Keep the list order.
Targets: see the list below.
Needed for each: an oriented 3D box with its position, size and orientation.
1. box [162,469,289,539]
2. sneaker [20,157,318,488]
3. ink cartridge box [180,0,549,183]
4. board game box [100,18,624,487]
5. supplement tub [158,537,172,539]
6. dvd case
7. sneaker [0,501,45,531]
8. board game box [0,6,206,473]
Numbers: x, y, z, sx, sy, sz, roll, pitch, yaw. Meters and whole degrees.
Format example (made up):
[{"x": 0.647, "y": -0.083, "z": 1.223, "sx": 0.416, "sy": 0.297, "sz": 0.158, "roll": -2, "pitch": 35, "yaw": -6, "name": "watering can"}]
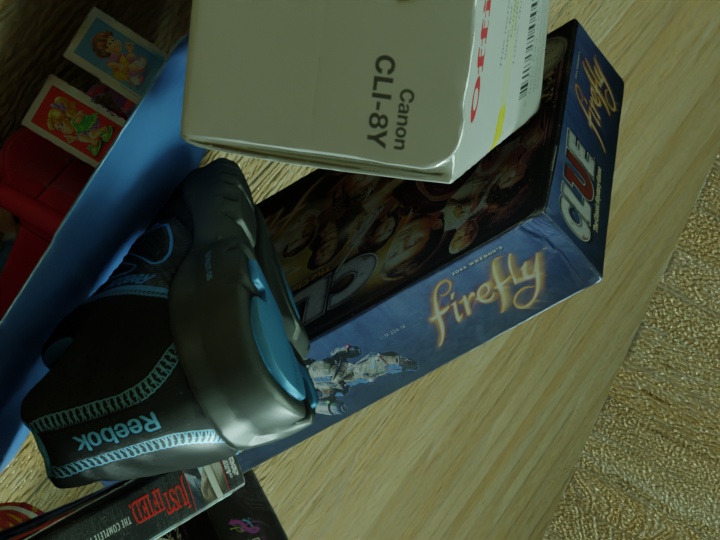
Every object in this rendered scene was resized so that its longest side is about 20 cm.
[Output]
[{"x": -0.063, "y": 0.189, "z": 1.290, "sx": 0.036, "sy": 0.143, "sz": 0.200, "roll": -12, "pitch": 143, "yaw": -25, "name": "box"}, {"x": -0.062, "y": 0.015, "z": 0.850, "sx": 0.082, "sy": 0.073, "sz": 0.200, "roll": -23, "pitch": -172, "yaw": 2, "name": "sneaker"}, {"x": 0.011, "y": -0.112, "z": 0.835, "sx": 0.200, "sy": 0.083, "sz": 0.145, "roll": -40, "pitch": 137, "yaw": -78, "name": "ink cartridge box"}, {"x": 0.000, "y": 0.000, "z": 0.978, "sx": 0.200, "sy": 0.035, "sz": 0.136, "roll": -30, "pitch": -156, "yaw": 24, "name": "board game box"}, {"x": -0.106, "y": 0.228, "z": 1.155, "sx": 0.200, "sy": 0.140, "sz": 0.140, "roll": -66, "pitch": 169, "yaw": 22, "name": "supplement tub"}, {"x": -0.128, "y": 0.099, "z": 0.813, "sx": 0.146, "sy": 0.022, "sz": 0.200, "roll": -24, "pitch": -179, "yaw": 15, "name": "dvd case"}, {"x": -0.158, "y": 0.177, "z": 0.971, "sx": 0.200, "sy": 0.073, "sz": 0.077, "roll": -57, "pitch": 179, "yaw": -7, "name": "sneaker"}, {"x": -0.102, "y": -0.008, "z": 0.854, "sx": 0.200, "sy": 0.039, "sz": 0.158, "roll": -58, "pitch": 176, "yaw": -7, "name": "board game box"}]
